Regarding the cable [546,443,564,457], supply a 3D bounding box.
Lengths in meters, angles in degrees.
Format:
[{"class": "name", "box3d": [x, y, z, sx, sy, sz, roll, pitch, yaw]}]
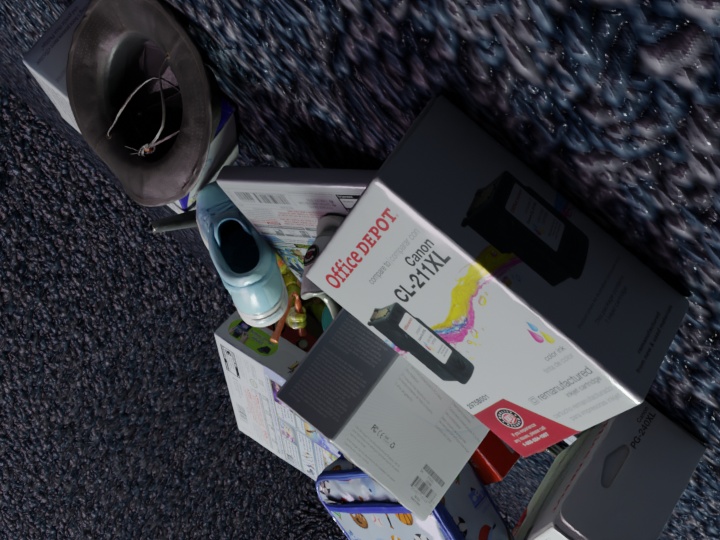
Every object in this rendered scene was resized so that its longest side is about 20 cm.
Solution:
[{"class": "cable", "box3d": [0.192, 0.198, 1.257, 0.200, 0.051, 0.097, 45, 167, -25]}]

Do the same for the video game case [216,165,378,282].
[{"class": "video game case", "box3d": [-0.010, -0.029, 0.852, 0.197, 0.022, 0.183, 6, 148, 35]}]

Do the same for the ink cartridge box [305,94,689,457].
[{"class": "ink cartridge box", "box3d": [0.078, 0.011, 0.598, 0.199, 0.083, 0.146, 39, 149, -1]}]

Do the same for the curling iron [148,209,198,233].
[{"class": "curling iron", "box3d": [-0.149, -0.064, 1.069, 0.198, 0.026, 0.049, -8, -150, -37]}]

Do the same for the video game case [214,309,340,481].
[{"class": "video game case", "box3d": [-0.074, 0.160, 1.073, 0.180, 0.045, 0.202, 30, 147, 25]}]

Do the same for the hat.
[{"class": "hat", "box3d": [-0.182, -0.166, 0.871, 0.198, 0.080, 0.204, 15, 115, 36]}]

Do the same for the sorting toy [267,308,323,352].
[{"class": "sorting toy", "box3d": [-0.029, 0.090, 1.160, 0.199, 0.200, 0.070, 36, 165, 12]}]

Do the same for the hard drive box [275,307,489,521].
[{"class": "hard drive box", "box3d": [0.053, 0.072, 0.748, 0.076, 0.201, 0.156, 29, 165, 45]}]

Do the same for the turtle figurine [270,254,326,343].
[{"class": "turtle figurine", "box3d": [-0.056, 0.028, 1.061, 0.064, 0.202, 0.161, -23, 133, 29]}]

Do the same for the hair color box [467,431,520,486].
[{"class": "hair color box", "box3d": [0.093, 0.166, 0.916, 0.061, 0.101, 0.200, 48, 146, 0]}]

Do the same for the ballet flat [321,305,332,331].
[{"class": "ballet flat", "box3d": [0.033, 0.090, 0.934, 0.075, 0.068, 0.199, 32, 180, -38]}]

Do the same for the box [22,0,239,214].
[{"class": "box", "box3d": [-0.236, -0.171, 1.011, 0.199, 0.105, 0.184, 40, 171, 0]}]

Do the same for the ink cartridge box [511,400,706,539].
[{"class": "ink cartridge box", "box3d": [0.211, 0.218, 0.855, 0.083, 0.146, 0.201, 35, 154, 10]}]

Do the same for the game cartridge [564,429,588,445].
[{"class": "game cartridge", "box3d": [0.244, 0.169, 0.981, 0.199, 0.041, 0.133, 37, 174, 11]}]

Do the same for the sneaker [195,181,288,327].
[{"class": "sneaker", "box3d": [-0.125, -0.040, 0.951, 0.201, 0.073, 0.083, 57, 166, 40]}]

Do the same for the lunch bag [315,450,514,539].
[{"class": "lunch bag", "box3d": [0.043, 0.231, 0.883, 0.199, 0.075, 0.161, -21, 105, 55]}]

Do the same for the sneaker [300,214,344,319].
[{"class": "sneaker", "box3d": [0.026, 0.043, 0.830, 0.199, 0.089, 0.074, 34, 152, -20]}]
